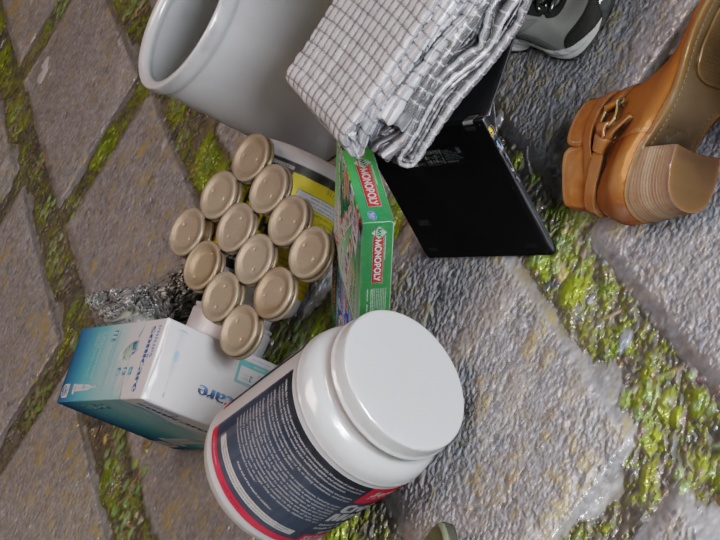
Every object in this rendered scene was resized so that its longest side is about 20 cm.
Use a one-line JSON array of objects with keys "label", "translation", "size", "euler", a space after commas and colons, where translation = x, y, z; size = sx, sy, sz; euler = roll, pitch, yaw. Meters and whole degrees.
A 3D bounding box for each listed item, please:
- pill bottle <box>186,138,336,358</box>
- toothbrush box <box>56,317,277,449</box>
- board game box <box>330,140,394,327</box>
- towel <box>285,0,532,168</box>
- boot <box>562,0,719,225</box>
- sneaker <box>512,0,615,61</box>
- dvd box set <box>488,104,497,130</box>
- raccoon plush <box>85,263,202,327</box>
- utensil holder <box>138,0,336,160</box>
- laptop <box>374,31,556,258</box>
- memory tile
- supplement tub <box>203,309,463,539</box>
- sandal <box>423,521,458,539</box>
[{"label": "pill bottle", "translation": [-0.095, -0.020, 1.752], "size": [0.111, 0.111, 0.201], "euler": [13, 80, 61]}, {"label": "toothbrush box", "translation": [-0.185, 0.115, 1.758], "size": [0.200, 0.146, 0.086], "euler": [-8, 61, 58]}, {"label": "board game box", "translation": [0.000, 0.000, 1.550], "size": [0.135, 0.029, 0.201], "euler": [-104, 13, -51]}, {"label": "towel", "translation": [0.043, -0.189, 1.462], "size": [0.200, 0.085, 0.166], "euler": [-56, 31, 9]}, {"label": "boot", "translation": [0.223, -0.131, 1.352], "size": [0.155, 0.073, 0.201], "euler": [3, 68, 64]}, {"label": "sneaker", "translation": [0.148, -0.229, 1.545], "size": [0.200, 0.079, 0.074], "euler": [9, 73, 59]}, {"label": "dvd box set", "translation": [0.057, -0.179, 1.628], "size": [0.200, 0.029, 0.147], "euler": [-9, 87, 64]}, {"label": "raccoon plush", "translation": [-0.203, 0.003, 1.887], "size": [0.097, 0.134, 0.201], "euler": [-9, 60, 58]}, {"label": "utensil holder", "translation": [-0.099, -0.218, 1.824], "size": [0.170, 0.199, 0.171], "euler": [-39, 37, 37]}, {"label": "laptop", "translation": [0.100, -0.125, 1.511], "size": [0.116, 0.201, 0.187], "euler": [-37, 18, -25]}, {"label": "memory tile", "translation": [-0.104, -0.024, 1.668], "size": [0.153, 0.017, 0.200], "euler": [-48, 45, 16]}, {"label": "supplement tub", "translation": [-0.024, 0.132, 1.478], "size": [0.200, 0.140, 0.141], "euler": [-37, 38, 40]}, {"label": "sandal", "translation": [0.012, 0.271, 1.393], "size": [0.201, 0.057, 0.080], "euler": [-48, 32, 27]}]
